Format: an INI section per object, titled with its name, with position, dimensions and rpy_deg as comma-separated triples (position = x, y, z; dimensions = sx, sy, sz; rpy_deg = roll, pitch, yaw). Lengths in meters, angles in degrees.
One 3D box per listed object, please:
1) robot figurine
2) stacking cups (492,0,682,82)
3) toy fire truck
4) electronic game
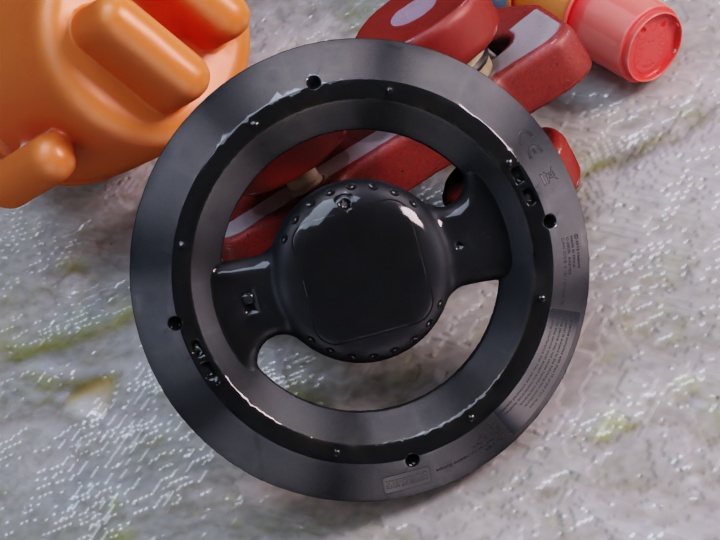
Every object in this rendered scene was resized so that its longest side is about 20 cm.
[robot figurine]
position = -0.128, -0.107, 1.271
dimensions = 0.200, 0.116, 0.144
rpy_deg = -17, 76, 60
[stacking cups]
position = 0.080, -0.147, 1.281
dimensions = 0.060, 0.061, 0.200
rpy_deg = -41, 50, -12
[toy fire truck]
position = 0.004, -0.068, 1.215
dimensions = 0.200, 0.112, 0.168
rpy_deg = -34, 24, -4
[electronic game]
position = 0.000, 0.000, 1.106
dimensions = 0.200, 0.200, 0.042
rpy_deg = -31, 3, -2
